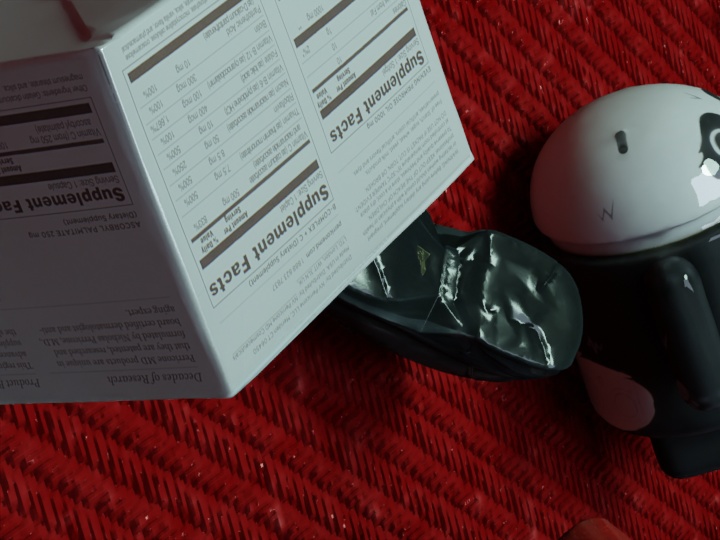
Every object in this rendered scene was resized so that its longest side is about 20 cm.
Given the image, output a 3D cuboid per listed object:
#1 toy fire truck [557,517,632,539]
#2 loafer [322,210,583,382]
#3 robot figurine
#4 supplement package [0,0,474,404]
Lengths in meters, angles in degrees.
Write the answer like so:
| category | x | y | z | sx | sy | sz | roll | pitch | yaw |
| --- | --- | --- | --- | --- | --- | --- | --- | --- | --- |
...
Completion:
| category | x | y | z | sx | sy | sz | roll | pitch | yaw |
| --- | --- | --- | --- | --- | --- | --- | --- | --- | --- |
| toy fire truck | 0.096 | 0.201 | 0.973 | 0.168 | 0.112 | 0.200 | -46 | 137 | 6 |
| loafer | 0.000 | 0.000 | 0.961 | 0.199 | 0.072 | 0.073 | 31 | 56 | -25 |
| robot figurine | 0.161 | 0.003 | 1.137 | 0.125 | 0.150 | 0.201 | -32 | 115 | -25 |
| supplement package | -0.094 | -0.041 | 0.719 | 0.156 | 0.199 | 0.111 | -44 | 122 | -47 |
